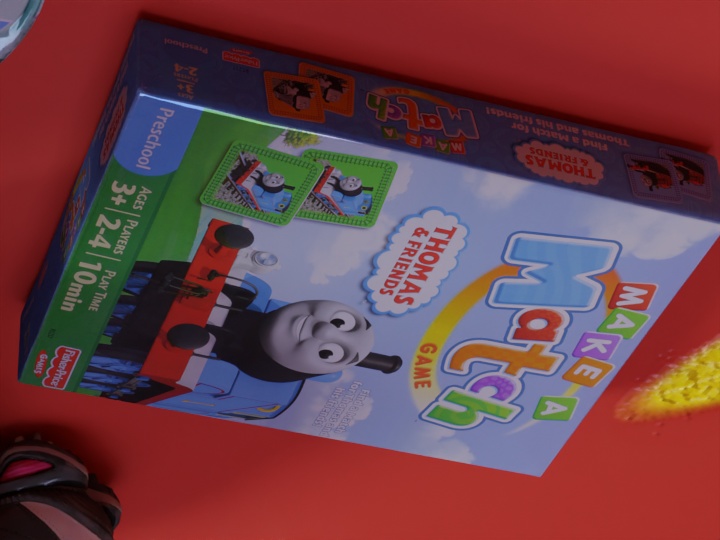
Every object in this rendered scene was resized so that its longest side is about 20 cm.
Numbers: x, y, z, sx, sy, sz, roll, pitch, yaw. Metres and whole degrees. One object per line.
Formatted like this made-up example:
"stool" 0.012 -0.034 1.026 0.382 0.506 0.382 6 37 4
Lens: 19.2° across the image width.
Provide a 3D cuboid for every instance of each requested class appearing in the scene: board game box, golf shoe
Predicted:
"board game box" 0.000 0.000 0.718 0.200 0.037 0.151 11 137 -18
"golf shoe" -0.184 0.134 0.825 0.200 0.088 0.077 -25 137 25

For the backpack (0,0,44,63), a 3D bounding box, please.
"backpack" -0.158 -0.122 0.492 0.167 0.127 0.200 -22 140 16
